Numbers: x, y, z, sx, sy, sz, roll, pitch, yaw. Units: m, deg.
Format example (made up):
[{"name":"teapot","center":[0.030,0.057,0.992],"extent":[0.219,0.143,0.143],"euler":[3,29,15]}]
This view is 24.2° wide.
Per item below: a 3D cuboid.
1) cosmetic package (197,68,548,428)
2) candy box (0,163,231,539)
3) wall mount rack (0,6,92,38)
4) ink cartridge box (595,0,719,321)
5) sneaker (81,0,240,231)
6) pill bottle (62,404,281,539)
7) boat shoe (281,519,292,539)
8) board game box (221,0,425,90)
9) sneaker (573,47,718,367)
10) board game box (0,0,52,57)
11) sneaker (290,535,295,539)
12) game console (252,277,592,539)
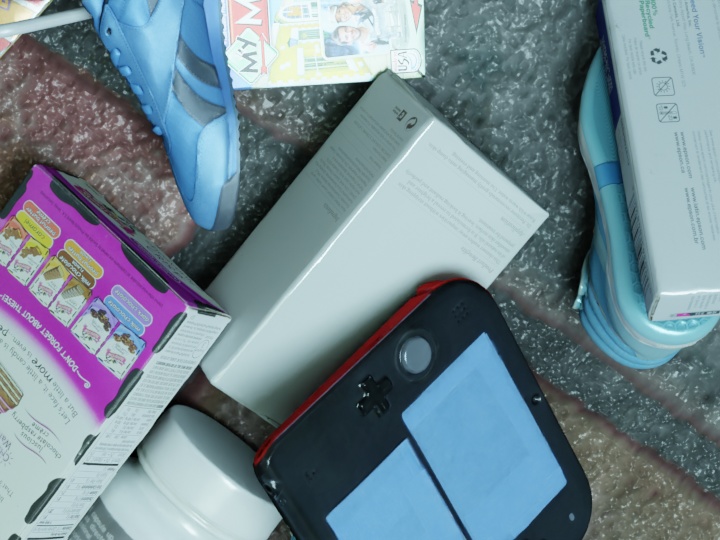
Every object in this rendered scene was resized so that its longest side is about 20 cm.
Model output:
[{"name":"cosmetic package","center":[0.000,0.000,0.988],"extent":[0.200,0.081,0.113],"euler":[-48,124,7]},{"name":"candy box","center":[-0.187,0.061,0.964],"extent":[0.136,0.061,0.200],"euler":[41,98,22]},{"name":"wall mount rack","center":[-0.210,-0.186,0.896],"extent":[0.173,0.075,0.201],"euler":[-9,107,-6]},{"name":"ink cartridge box","center":[0.243,-0.075,0.932],"extent":[0.199,0.043,0.198],"euler":[-4,65,-3]},{"name":"sneaker","center":[-0.112,-0.118,0.922],"extent":[0.078,0.066,0.201],"euler":[-10,102,-16]},{"name":"pill bottle","center":[-0.140,0.186,1.014],"extent":[0.114,0.114,0.200],"euler":[38,98,-17]},{"name":"boat shoe","center":[-0.010,0.210,1.066],"extent":[0.059,0.072,0.201],"euler":[-27,102,15]},{"name":"board game box","center":[-0.032,-0.207,0.963],"extent":[0.134,0.029,0.201],"euler":[-5,107,-8]},{"name":"sneaker","center":[0.163,-0.035,1.016],"extent":[0.079,0.131,0.201],"euler":[1,70,-3]},{"name":"board game box","center":[-0.268,-0.195,0.931],"extent":[0.200,0.030,0.096],"euler":[43,95,-15]},{"name":"sneaker","center":[0.044,0.147,1.016],"extent":[0.130,0.079,0.201],"euler":[42,63,-22]},{"name":"game console","center":[0.044,0.124,0.953],"extent":[0.177,0.031,0.201],"euler":[-44,118,-29]}]
